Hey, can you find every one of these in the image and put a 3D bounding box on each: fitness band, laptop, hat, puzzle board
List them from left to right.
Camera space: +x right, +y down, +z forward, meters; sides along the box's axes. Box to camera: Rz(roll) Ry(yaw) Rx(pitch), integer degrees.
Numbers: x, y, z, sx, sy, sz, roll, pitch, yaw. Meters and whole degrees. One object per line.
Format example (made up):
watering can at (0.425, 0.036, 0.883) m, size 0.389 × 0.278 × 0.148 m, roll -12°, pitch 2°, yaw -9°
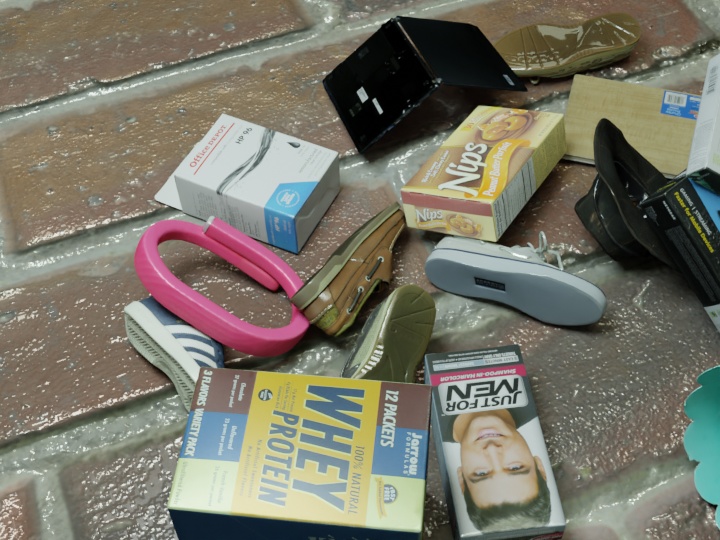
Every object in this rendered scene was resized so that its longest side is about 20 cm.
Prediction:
fitness band at (-0.143, 0.012, 1.137) m, size 0.200 × 0.037 × 0.144 m, roll 32°, pitch 33°, yaw -5°
laptop at (0.075, -0.235, 1.357) m, size 0.200 × 0.103 × 0.177 m, roll -40°, pitch 41°, yaw 14°
hat at (0.291, -0.067, 1.204) m, size 0.081 × 0.201 × 0.201 m, roll -35°, pitch 44°, yaw 31°
puzzle board at (0.354, -0.175, 1.337) m, size 0.200 × 0.017 × 0.151 m, roll 12°, pitch 52°, yaw 11°

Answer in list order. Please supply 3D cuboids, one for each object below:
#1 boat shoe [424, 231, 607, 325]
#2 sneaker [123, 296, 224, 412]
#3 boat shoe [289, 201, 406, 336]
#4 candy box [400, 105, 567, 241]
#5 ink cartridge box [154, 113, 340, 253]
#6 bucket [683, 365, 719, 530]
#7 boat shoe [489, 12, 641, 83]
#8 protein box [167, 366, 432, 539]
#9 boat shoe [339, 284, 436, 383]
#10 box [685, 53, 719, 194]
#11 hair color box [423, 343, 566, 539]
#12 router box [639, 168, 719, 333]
boat shoe at (0.178, -0.003, 1.178) m, size 0.202 × 0.075 × 0.086 m, roll 13°, pitch 49°, yaw 24°
sneaker at (-0.160, 0.089, 1.110) m, size 0.084 × 0.075 × 0.200 m, roll -29°, pitch 61°, yaw -30°
boat shoe at (0.000, 0.000, 1.185) m, size 0.068 × 0.072 × 0.200 m, roll 46°, pitch 51°, yaw -4°
candy box at (0.146, -0.117, 1.237) m, size 0.115 × 0.055 × 0.200 m, roll 11°, pitch 42°, yaw 32°
ink cartridge box at (-0.138, -0.111, 1.268) m, size 0.200 × 0.068 × 0.116 m, roll 20°, pitch 55°, yaw 17°
bucket at (0.405, 0.158, 0.961) m, size 0.135 × 0.207 × 0.207 m, roll -13°, pitch 52°, yaw -21°
boat shoe at (0.266, -0.283, 1.404) m, size 0.200 × 0.063 × 0.073 m, roll -9°, pitch 67°, yaw -1°
protein box at (-0.043, 0.199, 0.937) m, size 0.200 × 0.199 × 0.135 m, roll 4°, pitch 52°, yaw 4°
boat shoe at (0.016, 0.110, 1.093) m, size 0.072 × 0.066 × 0.201 m, roll 28°, pitch 73°, yaw -13°
box at (0.439, -0.124, 1.121) m, size 0.200 × 0.036 × 0.144 m, roll 24°, pitch 70°, yaw -16°
hair color box at (0.126, 0.173, 1.041) m, size 0.099 × 0.061 × 0.200 m, roll -6°, pitch 52°, yaw -4°
router box at (0.407, -0.029, 1.135) m, size 0.149 × 0.051 × 0.200 m, roll -35°, pitch 93°, yaw -23°
